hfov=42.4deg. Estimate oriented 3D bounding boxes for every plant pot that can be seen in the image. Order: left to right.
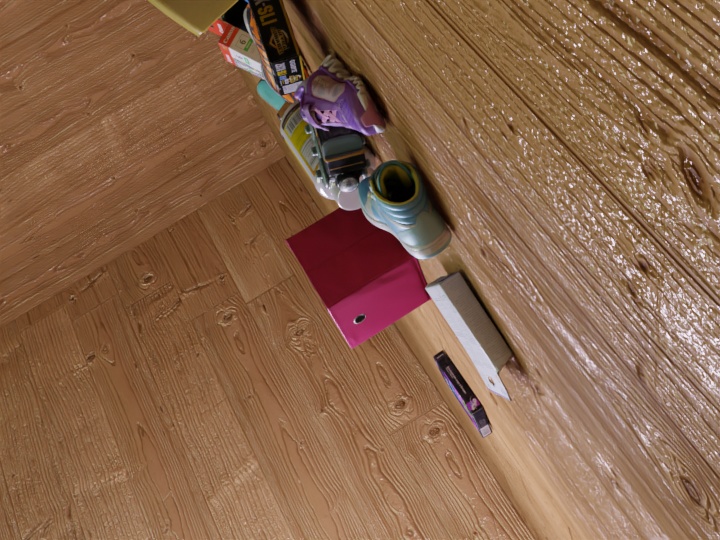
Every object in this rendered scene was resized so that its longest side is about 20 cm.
[{"bbox_3d":[-0.314,-0.553,1.741,0.176,0.200,0.200,47,-179,-18],"label":"plant pot"}]

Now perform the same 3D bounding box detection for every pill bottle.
[{"bbox_3d":[-0.047,-0.194,1.535,0.200,0.109,0.109,57,177,33],"label":"pill bottle"}]

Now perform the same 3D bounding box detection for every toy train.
[{"bbox_3d":[-0.038,-0.209,1.373,0.114,0.085,0.200,82,175,-50],"label":"toy train"}]

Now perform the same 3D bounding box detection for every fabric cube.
[{"bbox_3d":[0.000,0.000,1.877,0.200,0.199,0.196,57,176,33],"label":"fabric cube"}]

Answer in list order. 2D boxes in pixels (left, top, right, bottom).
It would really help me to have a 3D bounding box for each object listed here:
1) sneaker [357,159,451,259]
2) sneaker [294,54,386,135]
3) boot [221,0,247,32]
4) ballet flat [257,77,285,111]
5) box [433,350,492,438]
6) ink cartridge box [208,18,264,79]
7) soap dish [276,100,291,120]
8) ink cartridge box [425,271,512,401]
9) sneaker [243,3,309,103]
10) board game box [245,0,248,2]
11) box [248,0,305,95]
[{"bbox_3d":[0.040,-0.110,1.245,0.200,0.080,0.131,41,166,49],"label":"sneaker"},{"bbox_3d":[-0.034,-0.220,1.245,0.081,0.088,0.200,62,175,-34],"label":"sneaker"},{"bbox_3d":[-0.299,-0.602,1.987,0.163,0.073,0.198,54,168,35],"label":"boot"},{"bbox_3d":[-0.137,-0.346,2.005,0.200,0.071,0.065,49,-144,1],"label":"ballet flat"},{"bbox_3d":[0.258,0.311,2.344,0.200,0.036,0.143,58,178,39],"label":"box"},{"bbox_3d":[-0.248,-0.459,1.929,0.200,0.050,0.109,27,174,4],"label":"ink cartridge box"},{"bbox_3d":[-0.088,-0.258,1.860,0.157,0.081,0.200,60,178,-33],"label":"soap dish"},{"bbox_3d":[0.175,0.097,1.419,0.200,0.041,0.200,59,177,0],"label":"ink cartridge box"},{"bbox_3d":[-0.143,-0.375,1.616,0.200,0.078,0.112,60,178,-21],"label":"sneaker"},{"bbox_3d":[-0.206,-0.519,1.524,0.152,0.045,0.200,60,178,-29],"label":"board game box"},{"bbox_3d":[-0.134,-0.374,1.355,0.160,0.049,0.200,72,180,-84],"label":"box"}]
